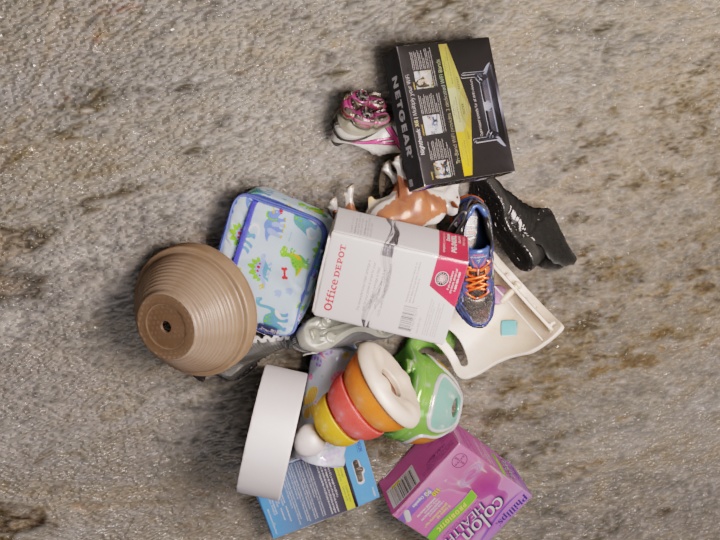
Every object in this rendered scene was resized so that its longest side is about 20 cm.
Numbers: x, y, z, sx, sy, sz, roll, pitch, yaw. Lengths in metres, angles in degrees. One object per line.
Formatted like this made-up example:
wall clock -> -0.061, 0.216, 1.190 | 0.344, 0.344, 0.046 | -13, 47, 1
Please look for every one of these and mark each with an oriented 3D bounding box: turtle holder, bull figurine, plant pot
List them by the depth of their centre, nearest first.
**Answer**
plant pot -> -0.257, 0.067, 1.402 | 0.199, 0.093, 0.203 | 6, 107, 21
bull figurine -> 0.050, -0.095, 1.426 | 0.199, 0.065, 0.122 | -33, 98, 2
turtle holder -> 0.097, 0.197, 1.600 | 0.131, 0.187, 0.141 | 20, 140, -22

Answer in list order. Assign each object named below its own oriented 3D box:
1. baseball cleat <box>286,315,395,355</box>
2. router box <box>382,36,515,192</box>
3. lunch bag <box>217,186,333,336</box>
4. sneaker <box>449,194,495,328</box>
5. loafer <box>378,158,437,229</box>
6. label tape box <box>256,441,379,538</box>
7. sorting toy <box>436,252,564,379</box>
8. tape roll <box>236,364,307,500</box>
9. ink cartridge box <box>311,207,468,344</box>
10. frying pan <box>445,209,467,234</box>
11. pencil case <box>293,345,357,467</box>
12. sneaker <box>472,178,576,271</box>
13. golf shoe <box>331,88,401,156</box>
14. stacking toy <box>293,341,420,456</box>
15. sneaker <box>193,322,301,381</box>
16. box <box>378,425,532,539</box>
baseball cleat -> -0.023, 0.084, 1.496 | 0.198, 0.106, 0.071 | -7, 82, -33
router box -> 0.127, -0.224, 1.386 | 0.156, 0.052, 0.203 | -11, 89, -25
lunch bag -> -0.138, -0.013, 1.438 | 0.159, 0.082, 0.202 | 23, 108, 6
sneaker -> 0.167, -0.013, 1.445 | 0.074, 0.078, 0.203 | -7, 91, -2
loafer -> 0.079, -0.077, 1.499 | 0.075, 0.068, 0.202 | -20, 102, 1
label tape box -> -0.082, 0.353, 1.651 | 0.198, 0.066, 0.145 | -20, 118, -8
sorting toy -> 0.187, 0.073, 1.547 | 0.180, 0.107, 0.200 | -43, 93, 4
tape roll -> -0.137, 0.252, 1.506 | 0.070, 0.203, 0.205 | 13, 111, -3
ink cartridge box -> 0.042, 0.007, 1.384 | 0.198, 0.084, 0.146 | 13, 122, -2
frying pan -> 0.115, -0.002, 1.441 | 0.189, 0.031, 0.116 | -29, 95, 46
pencil case -> -0.048, 0.215, 1.553 | 0.090, 0.083, 0.203 | 8, 91, -46
sneaker -> 0.261, -0.077, 1.539 | 0.104, 0.060, 0.201 | -33, 93, -37
golf shoe -> 0.051, -0.210, 1.436 | 0.198, 0.073, 0.092 | 7, 143, -22
stacking toy -> -0.021, 0.216, 1.468 | 0.199, 0.147, 0.146 | -35, 118, 16
sneaker -> -0.182, 0.127, 1.523 | 0.198, 0.067, 0.091 | -10, 120, -7
box -> 0.167, 0.388, 1.714 | 0.199, 0.097, 0.176 | 38, 100, -27
